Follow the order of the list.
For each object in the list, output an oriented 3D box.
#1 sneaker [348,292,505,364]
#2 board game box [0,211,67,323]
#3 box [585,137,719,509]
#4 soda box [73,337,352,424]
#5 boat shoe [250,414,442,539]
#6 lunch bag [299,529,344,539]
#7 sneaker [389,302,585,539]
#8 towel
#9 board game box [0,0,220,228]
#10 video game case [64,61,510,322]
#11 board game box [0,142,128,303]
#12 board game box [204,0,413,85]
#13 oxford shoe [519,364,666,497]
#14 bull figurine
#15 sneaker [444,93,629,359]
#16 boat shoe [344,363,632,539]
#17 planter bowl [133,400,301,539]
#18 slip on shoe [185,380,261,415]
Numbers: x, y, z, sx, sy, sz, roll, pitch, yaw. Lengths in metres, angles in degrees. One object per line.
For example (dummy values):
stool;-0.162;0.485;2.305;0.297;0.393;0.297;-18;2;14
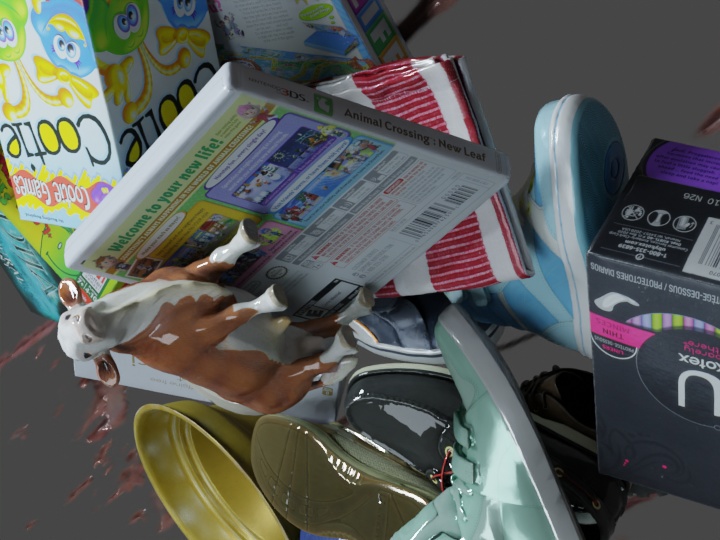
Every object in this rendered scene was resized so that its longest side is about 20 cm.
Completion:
sneaker;0.000;0.000;1.163;0.200;0.079;0.079;17;146;25
board game box;-0.260;-0.034;1.342;0.135;0.028;0.200;17;143;48
box;0.209;0.039;1.020;0.122;0.106;0.200;15;140;25
soda box;-0.106;0.053;1.272;0.199;0.068;0.064;10;141;4
boat shoe;0.002;0.151;1.222;0.200;0.063;0.073;17;105;43
lunch bag;0.052;0.197;1.287;0.200;0.133;0.136;-2;167;37
sneaker;0.059;0.128;1.076;0.118;0.074;0.201;-22;94;6
towel;0.002;-0.049;1.058;0.200;0.023;0.144;-7;110;42
board game box;-0.159;-0.135;1.048;0.105;0.103;0.200;9;122;35
video game case;-0.045;-0.034;0.992;0.182;0.022;0.200;15;144;-29
board game box;-0.198;-0.068;1.168;0.200;0.102;0.048;46;130;14
board game box;-0.066;-0.141;1.092;0.200;0.034;0.135;-2;131;40
oxford shoe;0.123;0.097;1.191;0.200;0.073;0.085;1;129;23
bull figurine;-0.081;0.032;1.009;0.121;0.065;0.200;-26;151;26
sneaker;0.095;-0.028;1.058;0.130;0.080;0.200;12;138;26
boat shoe;0.078;0.122;1.144;0.201;0.063;0.074;24;134;8
planter bowl;-0.087;0.168;1.400;0.200;0.083;0.201;36;147;28
slip on shoe;-0.111;0.013;1.220;0.200;0.076;0.061;58;155;29
